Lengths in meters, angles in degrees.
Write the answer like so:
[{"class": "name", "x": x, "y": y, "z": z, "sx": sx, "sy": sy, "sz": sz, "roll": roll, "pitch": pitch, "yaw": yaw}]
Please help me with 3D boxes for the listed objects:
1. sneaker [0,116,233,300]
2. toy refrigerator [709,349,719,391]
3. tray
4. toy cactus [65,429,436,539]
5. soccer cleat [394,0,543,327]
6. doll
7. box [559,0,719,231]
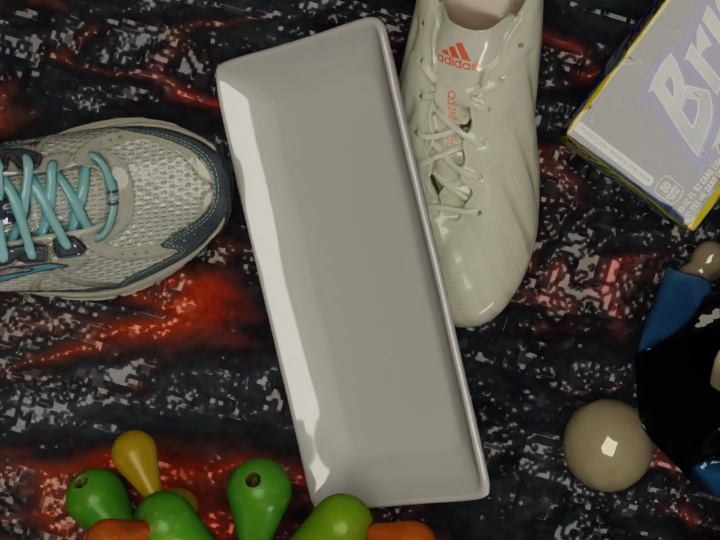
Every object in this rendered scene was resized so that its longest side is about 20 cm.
[{"class": "sneaker", "x": -0.152, "y": -0.018, "z": 0.915, "sx": 0.199, "sy": 0.086, "sz": 0.078, "roll": -8, "pitch": 93, "yaw": 3}, {"class": "toy refrigerator", "x": 0.239, "y": 0.061, "z": 0.843, "sx": 0.200, "sy": 0.076, "sz": 0.070, "roll": 31, "pitch": 85, "yaw": 13}, {"class": "tray", "x": 0.000, "y": 0.000, "z": 0.920, "sx": 0.107, "sy": 0.022, "sz": 0.201, "roll": -11, "pitch": 93, "yaw": 47}, {"class": "toy cactus", "x": -0.050, "y": 0.158, "z": 0.909, "sx": 0.199, "sy": 0.102, "sz": 0.166, "roll": 17, "pitch": 116, "yaw": 19}, {"class": "soccer cleat", "x": 0.045, "y": -0.075, "z": 0.907, "sx": 0.069, "sy": 0.078, "sz": 0.201, "roll": 5, "pitch": 93, "yaw": 3}, {"class": "doll", "x": 0.180, "y": 0.047, "z": 0.917, "sx": 0.199, "sy": 0.048, "sz": 0.137, "roll": -20, "pitch": 74, "yaw": 6}, {"class": "box", "x": 0.168, "y": -0.115, "z": 0.906, "sx": 0.070, "sy": 0.064, "sz": 0.200, "roll": 37, "pitch": 93, "yaw": 0}]
